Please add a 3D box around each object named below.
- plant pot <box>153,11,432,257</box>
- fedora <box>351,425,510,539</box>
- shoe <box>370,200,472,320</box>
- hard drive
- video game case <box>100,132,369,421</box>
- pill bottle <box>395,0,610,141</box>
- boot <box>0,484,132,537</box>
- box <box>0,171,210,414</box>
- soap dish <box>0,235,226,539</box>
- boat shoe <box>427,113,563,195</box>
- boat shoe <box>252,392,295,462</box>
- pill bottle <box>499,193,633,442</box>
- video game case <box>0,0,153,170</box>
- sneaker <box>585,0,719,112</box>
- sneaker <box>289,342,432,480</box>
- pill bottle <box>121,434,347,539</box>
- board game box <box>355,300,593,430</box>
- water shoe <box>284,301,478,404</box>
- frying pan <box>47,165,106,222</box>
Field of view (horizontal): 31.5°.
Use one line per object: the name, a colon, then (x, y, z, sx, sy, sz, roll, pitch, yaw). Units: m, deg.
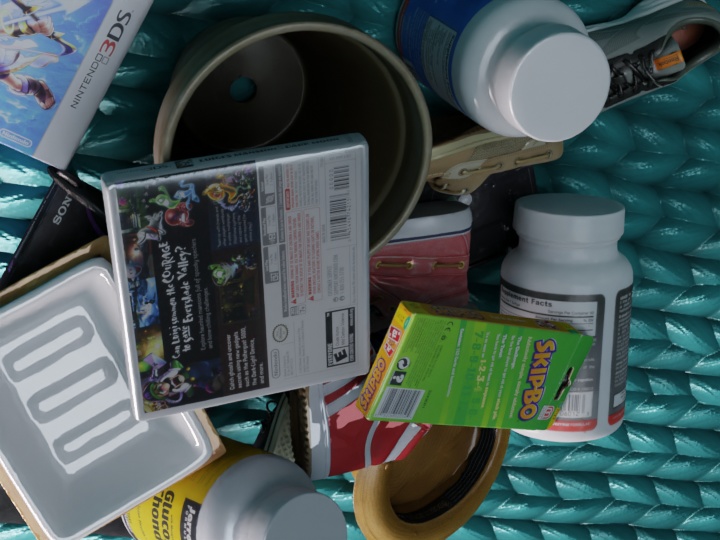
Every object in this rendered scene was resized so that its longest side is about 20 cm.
plant pot: (-0.068, -0.113, 0.967, 0.200, 0.174, 0.200, -8, 118, -16)
fedora: (0.053, 0.160, 1.181, 0.201, 0.082, 0.201, -19, 119, -37)
shoe: (0.000, 0.000, 1.059, 0.200, 0.071, 0.091, -8, 106, -18)
hard drive: (0.058, -0.057, 1.124, 0.200, 0.038, 0.140, -23, 120, -11)
video game case: (-0.082, 0.007, 0.907, 0.182, 0.023, 0.200, -11, 124, -15)
pill bottle: (0.111, -0.170, 0.998, 0.112, 0.200, 0.112, -9, 116, -18)
boot: (-0.229, 0.147, 1.088, 0.200, 0.066, 0.165, 13, 103, -28)
box: (-0.188, 0.028, 1.035, 0.200, 0.036, 0.143, 29, 84, -22)
soap dish: (-0.217, 0.092, 0.969, 0.157, 0.081, 0.200, -30, 110, -12)
boat shoe: (0.081, -0.092, 1.054, 0.200, 0.071, 0.065, -18, 117, -14)
boat shoe: (-0.059, 0.148, 1.161, 0.075, 0.062, 0.200, 28, 86, -25)
pill bottle: (0.179, 0.039, 1.123, 0.116, 0.116, 0.200, -4, 106, -20)
video game case: (-0.266, -0.194, 0.929, 0.200, 0.045, 0.181, 24, 102, -28)
sneaker: (0.228, -0.181, 1.111, 0.200, 0.079, 0.074, -30, 123, -5)
sneaker: (0.003, 0.074, 1.034, 0.112, 0.071, 0.200, -5, 116, -16)
pill bottle: (-0.103, 0.196, 1.032, 0.112, 0.200, 0.112, -5, 98, -38)
board game box: (0.096, 0.080, 1.021, 0.200, 0.030, 0.096, 10, 112, -35)
water shoe: (0.017, 0.075, 1.130, 0.200, 0.071, 0.079, -11, 85, -23)
frying pan: (-0.160, -0.004, 0.979, 0.190, 0.115, 0.031, 21, 125, -21)
